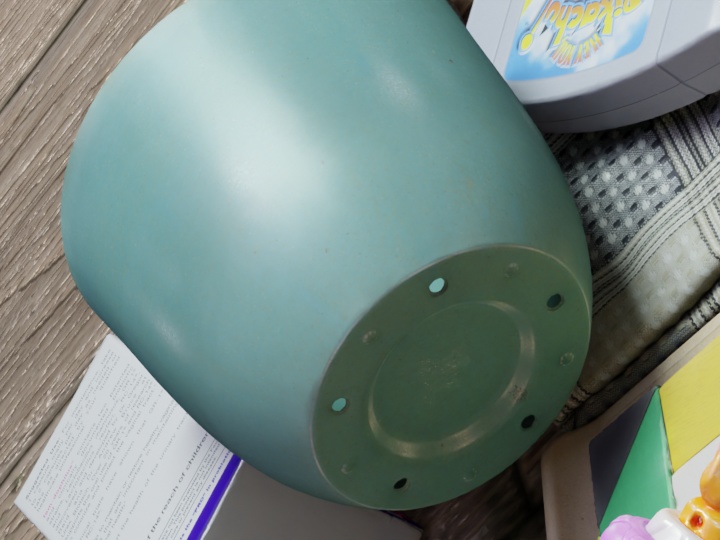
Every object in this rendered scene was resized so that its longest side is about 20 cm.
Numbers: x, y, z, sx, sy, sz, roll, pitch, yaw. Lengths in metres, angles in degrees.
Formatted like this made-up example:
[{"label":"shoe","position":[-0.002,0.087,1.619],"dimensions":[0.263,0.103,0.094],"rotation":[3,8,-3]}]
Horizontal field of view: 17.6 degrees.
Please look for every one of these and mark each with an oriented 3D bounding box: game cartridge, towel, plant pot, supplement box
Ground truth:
[{"label":"game cartridge","position":[0.114,-0.127,1.003],"dimensions":[0.199,0.040,0.134],"rotation":[-9,64,56]},{"label":"towel","position":[0.128,-0.056,0.981],"dimensions":[0.200,0.034,0.193],"rotation":[-45,31,26]},{"label":"plant pot","position":[0.000,0.000,0.939],"dimensions":[0.201,0.200,0.161],"rotation":[-53,44,14]},{"label":"supplement box","position":[-0.072,0.115,1.086],"dimensions":[0.104,0.101,0.200],"rotation":[-62,28,-2]}]

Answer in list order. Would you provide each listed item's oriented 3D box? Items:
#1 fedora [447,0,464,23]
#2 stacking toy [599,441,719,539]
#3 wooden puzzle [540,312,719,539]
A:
[{"label":"fedora","position":[-0.017,-0.091,1.194],"dimensions":[0.201,0.090,0.177],"rotation":[-59,29,-9]},{"label":"stacking toy","position":[0.097,0.119,0.757],"dimensions":[0.201,0.109,0.116],"rotation":[-62,30,7]},{"label":"wooden puzzle","position":[0.139,0.081,0.837],"dimensions":[0.200,0.037,0.186],"rotation":[-41,34,33]}]
